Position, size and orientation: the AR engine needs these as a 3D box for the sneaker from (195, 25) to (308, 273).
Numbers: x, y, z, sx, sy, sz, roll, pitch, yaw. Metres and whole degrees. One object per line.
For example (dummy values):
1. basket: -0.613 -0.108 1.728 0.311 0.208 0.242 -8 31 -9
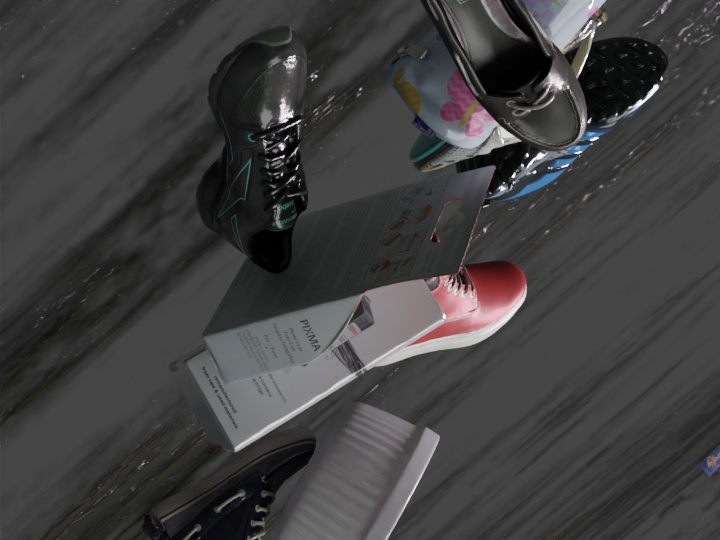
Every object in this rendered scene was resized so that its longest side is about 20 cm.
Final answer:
1. sneaker: -0.060 -0.079 0.969 0.075 0.079 0.201 -24 151 -26

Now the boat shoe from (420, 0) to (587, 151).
1. boat shoe: 0.089 -0.148 0.943 0.067 0.057 0.200 -30 117 17

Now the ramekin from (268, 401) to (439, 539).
1. ramekin: -0.012 0.232 1.462 0.201 0.104 0.200 -60 176 -7

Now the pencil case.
1. pencil case: 0.107 -0.182 1.006 0.200 0.091 0.083 -48 179 25

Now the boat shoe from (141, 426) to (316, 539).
1. boat shoe: -0.113 0.243 1.437 0.199 0.093 0.075 -30 154 -17

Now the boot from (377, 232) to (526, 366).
1. boot: 0.088 0.007 1.328 0.199 0.073 0.145 -18 148 -29

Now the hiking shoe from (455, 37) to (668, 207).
1. hiking shoe: 0.172 -0.128 1.214 0.199 0.075 0.087 -31 164 11

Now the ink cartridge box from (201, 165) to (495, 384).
1. ink cartridge box: 0.000 0.000 1.024 0.198 0.048 0.160 -14 -154 23

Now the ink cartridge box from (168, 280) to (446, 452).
1. ink cartridge box: -0.046 0.060 1.159 0.199 0.084 0.144 -30 -178 -14

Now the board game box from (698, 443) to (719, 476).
1. board game box: 0.778 0.330 2.841 0.200 0.035 0.135 -49 153 24

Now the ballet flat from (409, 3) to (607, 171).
1. ballet flat: 0.119 -0.139 1.097 0.072 0.072 0.201 2 134 -54
